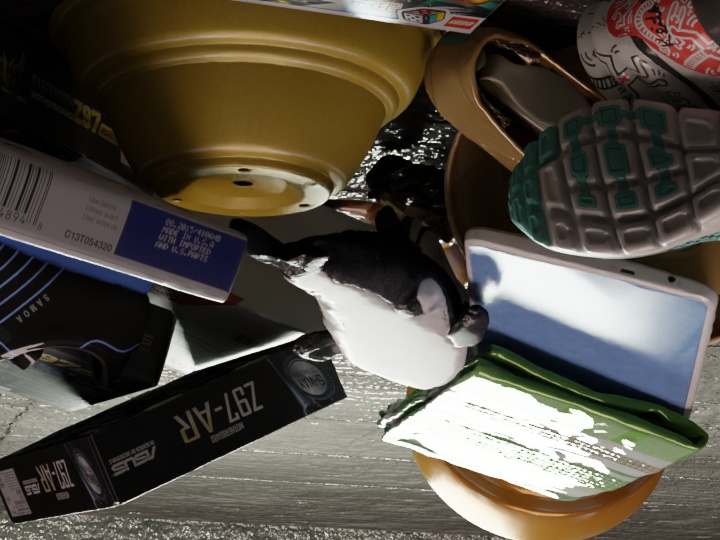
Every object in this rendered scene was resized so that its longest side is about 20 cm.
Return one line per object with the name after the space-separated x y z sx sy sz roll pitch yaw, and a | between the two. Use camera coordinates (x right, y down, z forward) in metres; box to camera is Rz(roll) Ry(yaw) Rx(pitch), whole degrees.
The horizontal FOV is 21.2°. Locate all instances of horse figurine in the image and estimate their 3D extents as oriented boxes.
0.025 -0.011 1.298 0.132 0.050 0.200 0 161 18 | horse figurine

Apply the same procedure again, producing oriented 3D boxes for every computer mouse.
0.104 -0.055 1.121 0.199 0.044 0.110 -1 -178 -3 | computer mouse

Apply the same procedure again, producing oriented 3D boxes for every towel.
0.105 0.092 1.156 0.148 0.031 0.200 19 160 -11 | towel

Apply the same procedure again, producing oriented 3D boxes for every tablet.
0.121 0.033 1.033 0.129 0.014 0.200 15 160 11 | tablet

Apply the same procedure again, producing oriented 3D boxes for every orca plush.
0.000 0.000 1.013 0.105 0.071 0.200 -20 151 34 | orca plush

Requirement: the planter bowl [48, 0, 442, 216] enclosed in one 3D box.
-0.058 -0.078 0.967 0.199 0.084 0.200 1 167 0 | planter bowl

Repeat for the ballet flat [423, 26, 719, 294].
0.118 -0.051 0.947 0.199 0.069 0.063 33 167 -10 | ballet flat

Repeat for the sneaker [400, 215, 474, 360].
0.067 0.030 1.164 0.115 0.076 0.201 24 172 11 | sneaker

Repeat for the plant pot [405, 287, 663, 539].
0.138 0.064 1.347 0.199 0.201 0.184 2 150 -4 | plant pot

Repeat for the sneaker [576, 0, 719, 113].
0.193 -0.094 0.916 0.201 0.068 0.108 19 154 -39 | sneaker

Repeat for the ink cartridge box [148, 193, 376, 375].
-0.094 0.005 1.235 0.146 0.083 0.200 22 161 -13 | ink cartridge box

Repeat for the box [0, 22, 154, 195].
-0.222 -0.079 1.036 0.157 0.051 0.200 -5 166 20 | box

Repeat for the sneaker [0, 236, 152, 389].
-0.210 0.006 1.053 0.199 0.078 0.070 18 179 -18 | sneaker

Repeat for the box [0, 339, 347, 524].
-0.122 0.098 1.170 0.160 0.044 0.200 -24 -178 -30 | box

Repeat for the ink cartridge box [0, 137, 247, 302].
-0.187 -0.047 0.917 0.199 0.044 0.196 21 -178 41 | ink cartridge box

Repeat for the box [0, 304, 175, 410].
-0.233 0.027 1.175 0.199 0.051 0.158 21 162 -23 | box

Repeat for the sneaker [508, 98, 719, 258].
0.168 -0.036 0.878 0.199 0.078 0.091 -7 159 23 | sneaker

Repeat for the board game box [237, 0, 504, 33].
-0.023 -0.146 0.791 0.199 0.035 0.126 5 165 -17 | board game box

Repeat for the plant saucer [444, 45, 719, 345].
0.145 -0.044 1.020 0.199 0.036 0.201 8 129 10 | plant saucer
